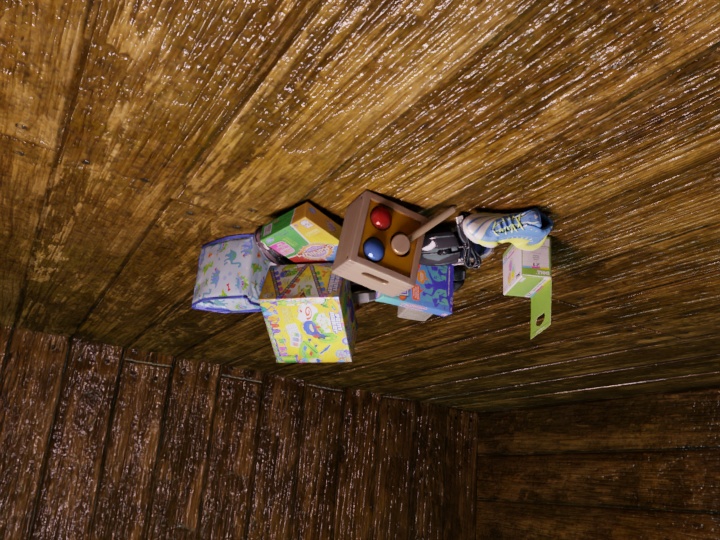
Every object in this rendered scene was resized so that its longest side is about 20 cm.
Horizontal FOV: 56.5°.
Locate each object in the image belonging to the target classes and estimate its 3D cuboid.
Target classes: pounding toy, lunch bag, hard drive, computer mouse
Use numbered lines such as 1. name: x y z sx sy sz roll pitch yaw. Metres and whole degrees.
1. pounding toy: 0.070 -0.064 1.400 0.196 0.189 0.142 21 158 -19
2. lunch bag: -0.337 0.013 1.709 0.194 0.175 0.127 -4 157 23
3. hard drive: -0.007 0.074 1.836 0.128 0.028 0.199 -9 180 19
4. computer mouse: 0.163 -0.055 1.491 0.195 0.053 0.141 1 125 33

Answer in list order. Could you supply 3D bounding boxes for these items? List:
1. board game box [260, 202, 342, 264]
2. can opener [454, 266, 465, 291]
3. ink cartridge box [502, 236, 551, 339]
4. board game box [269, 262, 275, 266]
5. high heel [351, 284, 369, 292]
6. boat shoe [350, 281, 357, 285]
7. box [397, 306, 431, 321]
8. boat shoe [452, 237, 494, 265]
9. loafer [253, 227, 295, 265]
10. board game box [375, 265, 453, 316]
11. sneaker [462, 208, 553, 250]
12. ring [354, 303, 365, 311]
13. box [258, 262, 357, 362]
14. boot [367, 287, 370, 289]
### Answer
1. board game box: -0.105 -0.064 1.526 0.151 0.041 0.198 -22 139 37
2. can opener: 0.181 0.015 1.775 0.194 0.081 0.064 5 -160 10
3. ink cartridge box: 0.382 0.038 1.540 0.073 0.206 0.148 6 161 -3
4. board game box: -0.176 0.053 1.769 0.040 0.203 0.152 -36 -170 -29
5. high heel: -0.022 0.024 1.803 0.138 0.074 0.200 -7 168 13
6. boat shoe: 0.000 0.000 1.622 0.065 0.072 0.198 49 143 -13
7. box: 0.172 0.078 1.903 0.092 0.080 0.200 8 161 -10
8. boat shoe: 0.219 -0.041 1.562 0.195 0.075 0.072 -1 168 29
9. loafer: -0.177 -0.037 1.634 0.062 0.073 0.201 -17 129 34
10. board game box: 0.134 0.015 1.616 0.195 0.157 0.045 13 160 -24
11. sneaker: 0.312 -0.100 1.388 0.194 0.078 0.105 5 151 -22
12. ring: -0.077 0.136 1.771 0.197 0.020 0.200 -30 177 -1
13. box: -0.116 0.102 1.567 0.186 0.124 0.204 -1 128 10
14. boot: 0.119 0.051 1.676 0.198 0.073 0.182 35 -159 1
